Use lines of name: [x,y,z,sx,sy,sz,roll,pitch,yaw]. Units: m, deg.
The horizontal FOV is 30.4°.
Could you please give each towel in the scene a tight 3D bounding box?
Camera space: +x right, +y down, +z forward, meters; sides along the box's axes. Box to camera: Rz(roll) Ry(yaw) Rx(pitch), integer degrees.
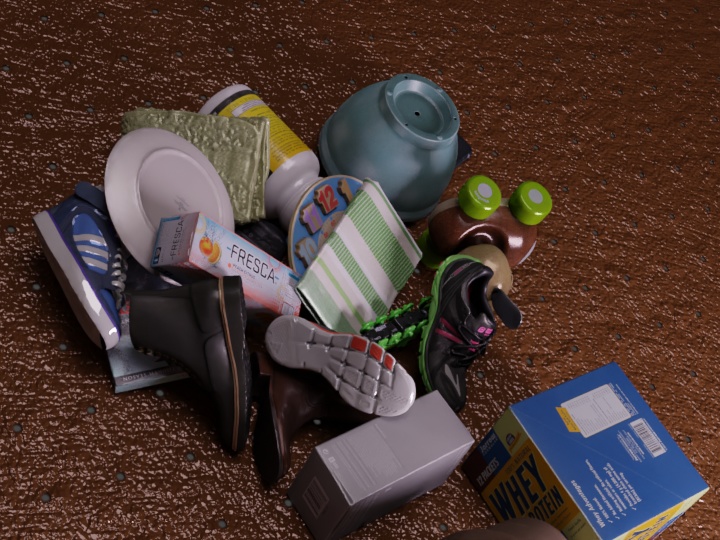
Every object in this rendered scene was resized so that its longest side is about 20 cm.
towel: [-0.214,-0.132,1.698,0.197,0.037,0.150,4,76,2]
towel: [0.000,0.000,1.685,0.153,0.023,0.201,56,51,-34]

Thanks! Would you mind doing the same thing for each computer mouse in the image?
computer mouse: [-0.190,-0.006,1.670,0.140,0.046,0.200,34,51,6]

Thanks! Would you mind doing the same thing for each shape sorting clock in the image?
shape sorting clock: [-0.017,-0.023,1.712,0.198,0.039,0.203,11,74,-41]

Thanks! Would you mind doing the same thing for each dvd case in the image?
dvd case: [-0.245,0.039,1.579,0.144,0.022,0.202,-10,64,-18]

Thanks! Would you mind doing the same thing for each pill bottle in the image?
pill bottle: [-0.128,-0.144,1.769,0.200,0.113,0.112,45,46,15]

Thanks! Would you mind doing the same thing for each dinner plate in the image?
dinner plate: [-0.220,-0.080,1.583,0.199,0.024,0.203,24,56,-40]

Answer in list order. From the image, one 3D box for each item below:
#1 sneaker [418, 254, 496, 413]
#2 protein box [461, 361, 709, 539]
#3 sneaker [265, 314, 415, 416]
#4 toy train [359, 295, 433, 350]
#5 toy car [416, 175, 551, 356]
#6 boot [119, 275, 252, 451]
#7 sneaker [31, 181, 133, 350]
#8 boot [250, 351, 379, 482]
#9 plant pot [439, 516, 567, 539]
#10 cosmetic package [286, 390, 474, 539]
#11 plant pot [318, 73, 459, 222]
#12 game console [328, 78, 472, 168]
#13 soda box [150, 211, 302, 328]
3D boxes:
sneaker: [0.127,0.081,1.676,0.076,0.083,0.203,6,89,-52]
protein box: [0.272,0.251,1.620,0.198,0.135,0.199,-17,61,-37]
sneaker: [-0.014,0.105,1.559,0.199,0.078,0.082,28,7,22]
toy train: [0.055,0.074,1.700,0.042,0.057,0.199,49,37,16]
toy car: [0.176,0.004,1.777,0.156,0.164,0.202,5,59,-24]
boot: [-0.195,0.107,1.509,0.136,0.203,0.078,-3,11,0]
sneaker: [-0.280,-0.018,1.544,0.145,0.081,0.201,-24,62,-20]
boot: [-0.030,0.178,1.580,0.198,0.064,0.188,12,45,-24]
plant pot: [0.160,0.355,1.454,0.200,0.201,0.174,40,27,10]
cosmetic package: [0.024,0.226,1.533,0.198,0.107,0.091,-18,61,-36]
plant pot: [0.058,-0.188,1.856,0.198,0.134,0.202,17,51,-21]
game console: [0.057,-0.195,1.970,0.177,0.031,0.200,41,46,10]
soda box: [-0.152,0.003,1.561,0.199,0.068,0.064,35,58,-46]
